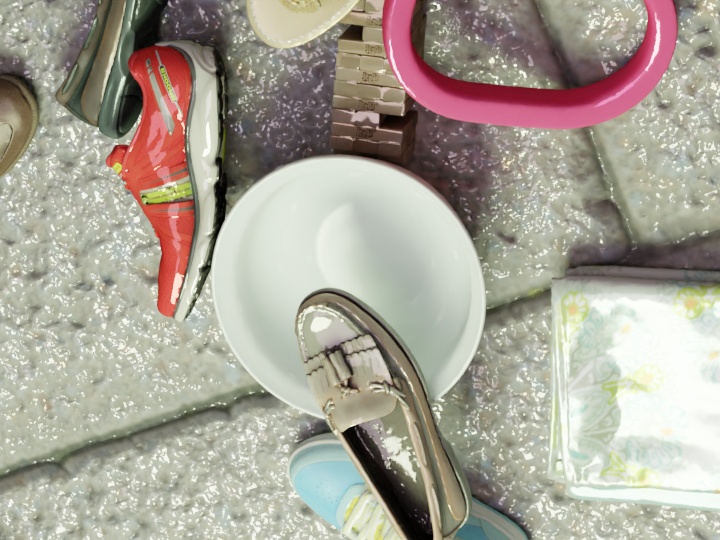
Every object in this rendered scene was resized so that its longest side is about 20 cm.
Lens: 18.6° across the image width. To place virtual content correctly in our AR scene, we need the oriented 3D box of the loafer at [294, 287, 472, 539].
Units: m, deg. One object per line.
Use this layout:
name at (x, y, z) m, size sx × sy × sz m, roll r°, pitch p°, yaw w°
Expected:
loafer at (0.015, 0.106, 1.517) m, size 0.072 × 0.063 × 0.201 m, roll -25°, pitch 103°, yaw 24°

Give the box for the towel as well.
towel at (0.231, 0.085, 1.559) m, size 0.199 × 0.048 × 0.172 m, roll 3°, pitch 110°, yaw 13°

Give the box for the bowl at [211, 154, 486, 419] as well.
bowl at (0.000, 0.000, 1.563) m, size 0.200 × 0.090 × 0.202 m, roll 5°, pitch 113°, yaw 13°

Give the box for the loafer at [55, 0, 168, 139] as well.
loafer at (-0.172, -0.192, 1.555) m, size 0.063 × 0.072 × 0.201 m, roll 23°, pitch 115°, yaw 12°

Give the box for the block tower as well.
block tower at (0.016, -0.174, 1.519) m, size 0.057 × 0.054 × 0.201 m, roll 8°, pitch 111°, yaw 11°

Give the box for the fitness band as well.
fitness band at (0.114, -0.163, 1.469) m, size 0.199 × 0.037 × 0.144 m, roll 4°, pitch 122°, yaw -9°

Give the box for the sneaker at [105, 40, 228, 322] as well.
sneaker at (-0.139, -0.064, 1.558) m, size 0.084 × 0.077 × 0.201 m, roll 4°, pitch 103°, yaw 3°

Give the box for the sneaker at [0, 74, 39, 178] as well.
sneaker at (-0.323, -0.071, 1.631) m, size 0.200 × 0.076 × 0.071 m, roll -34°, pitch 98°, yaw 23°

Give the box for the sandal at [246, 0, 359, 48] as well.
sandal at (-0.009, -0.221, 1.441) m, size 0.212 × 0.070 × 0.078 m, roll -40°, pitch 95°, yaw 23°

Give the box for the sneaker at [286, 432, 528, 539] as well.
sneaker at (0.026, 0.197, 1.606) m, size 0.199 × 0.131 × 0.080 m, roll 25°, pitch 115°, yaw 5°
